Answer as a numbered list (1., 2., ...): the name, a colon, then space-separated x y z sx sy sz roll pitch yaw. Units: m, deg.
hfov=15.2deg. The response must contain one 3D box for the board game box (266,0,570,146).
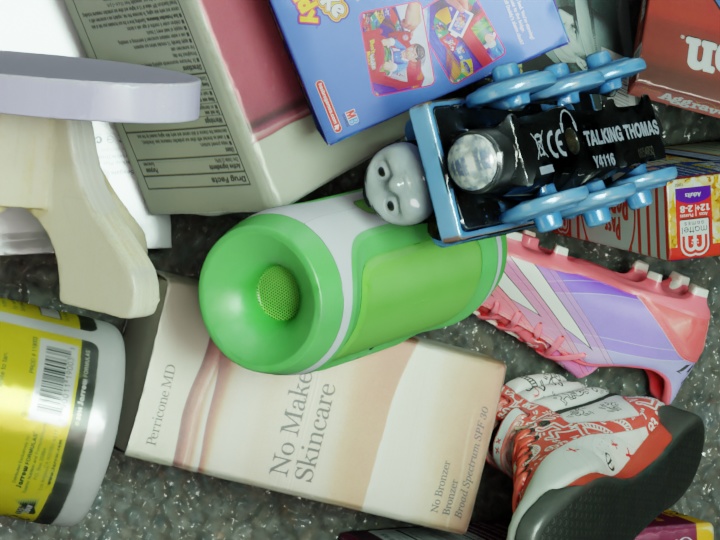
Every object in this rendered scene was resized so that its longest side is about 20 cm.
1. board game box: 0.006 -0.182 1.340 0.134 0.045 0.201 -22 105 -2

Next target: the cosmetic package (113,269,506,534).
1. cosmetic package: -0.032 0.071 1.486 0.199 0.087 0.104 13 90 -16

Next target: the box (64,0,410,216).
1. box: -0.075 -0.141 1.425 0.109 0.127 0.201 -31 108 -32

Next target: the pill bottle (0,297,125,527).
1. pill bottle: -0.231 0.062 1.416 0.199 0.112 0.113 14 88 -15

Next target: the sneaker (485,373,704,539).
1. sneaker: 0.100 0.114 1.479 0.201 0.107 0.068 -28 128 -54

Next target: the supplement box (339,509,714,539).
1. supplement box: 0.095 0.199 1.527 0.198 0.086 0.111 -4 93 -16

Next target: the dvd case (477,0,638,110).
1. dvd case: 0.077 -0.164 1.476 0.199 0.022 0.147 17 61 -40

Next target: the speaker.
1. speaker: 0.000 0.000 1.402 0.200 0.088 0.089 -16 98 -59

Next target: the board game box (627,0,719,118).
1. board game box: 0.247 -0.118 1.460 0.199 0.019 0.104 14 67 -7

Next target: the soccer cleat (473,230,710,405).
1. soccer cleat: 0.105 0.020 1.539 0.199 0.067 0.077 15 97 -17

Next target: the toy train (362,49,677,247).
1. toy train: 0.080 -0.056 1.369 0.200 0.114 0.087 -14 87 -58

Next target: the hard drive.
1. hard drive: -0.172 -0.110 1.473 0.131 0.025 0.202 -3 92 -16

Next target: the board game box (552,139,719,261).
1. board game box: 0.226 -0.046 1.516 0.199 0.151 0.047 -7 99 -19

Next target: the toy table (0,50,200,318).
1. toy table: -0.171 -0.048 1.373 0.183 0.199 0.118 -3 102 -41
